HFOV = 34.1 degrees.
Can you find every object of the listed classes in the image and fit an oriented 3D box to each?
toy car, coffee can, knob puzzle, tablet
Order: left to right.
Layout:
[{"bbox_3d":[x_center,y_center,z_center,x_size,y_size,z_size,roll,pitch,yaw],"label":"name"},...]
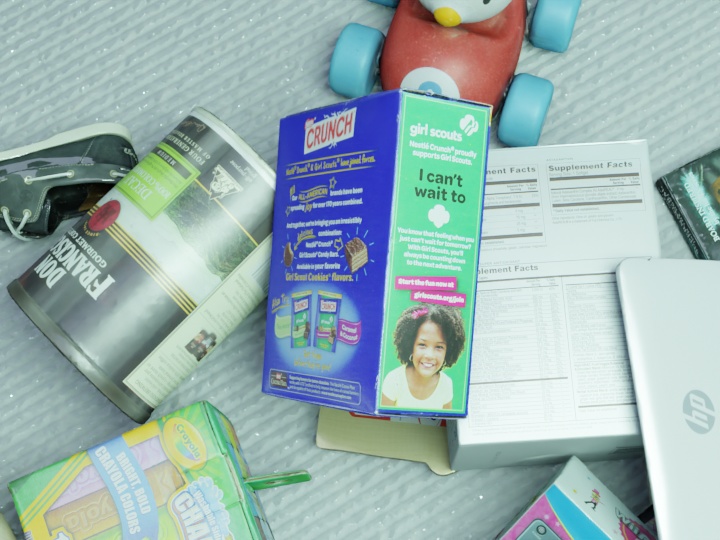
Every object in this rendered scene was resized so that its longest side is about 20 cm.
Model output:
[{"bbox_3d":[-0.148,-0.004,0.907,0.146,0.147,0.200,43,81,13],"label":"coffee can"},{"bbox_3d":[0.073,0.064,0.934,0.217,0.030,0.222,-1,74,4],"label":"knob puzzle"},{"bbox_3d":[0.076,-0.214,0.921,0.182,0.200,0.179,17,76,8],"label":"toy car"},{"bbox_3d":[0.228,0.091,0.756,0.129,0.014,0.202,2,74,-30],"label":"tablet"}]

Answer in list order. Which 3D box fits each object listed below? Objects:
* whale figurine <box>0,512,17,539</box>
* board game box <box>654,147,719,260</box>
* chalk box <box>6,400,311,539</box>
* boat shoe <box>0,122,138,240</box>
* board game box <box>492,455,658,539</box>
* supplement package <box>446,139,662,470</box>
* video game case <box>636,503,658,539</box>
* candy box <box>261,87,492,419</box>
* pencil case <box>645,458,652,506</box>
[{"bbox_3d":[-0.290,0.220,0.835,0.103,0.160,0.200,-29,35,-17],"label":"whale figurine"},{"bbox_3d":[0.342,-0.014,0.939,0.134,0.028,0.202,-24,75,-3],"label":"board game box"},{"bbox_3d":[-0.134,0.178,0.868,0.198,0.125,0.125,-23,74,-5],"label":"chalk box"},{"bbox_3d":[-0.278,-0.059,0.967,0.198,0.072,0.068,-18,70,-4],"label":"boat shoe"},{"bbox_3d":[0.132,0.254,0.815,0.147,0.064,0.201,43,112,13],"label":"board game box"},{"bbox_3d":[0.132,0.031,0.844,0.149,0.152,0.202,-4,75,1],"label":"supplement package"},{"bbox_3d":[0.238,0.257,0.817,0.181,0.025,0.200,47,114,9],"label":"video game case"},{"bbox_3d":[0.005,-0.010,0.792,0.076,0.169,0.203,4,88,-30],"label":"candy box"},{"bbox_3d":[0.257,0.133,0.878,0.088,0.078,0.202,-8,73,20],"label":"pencil case"}]
